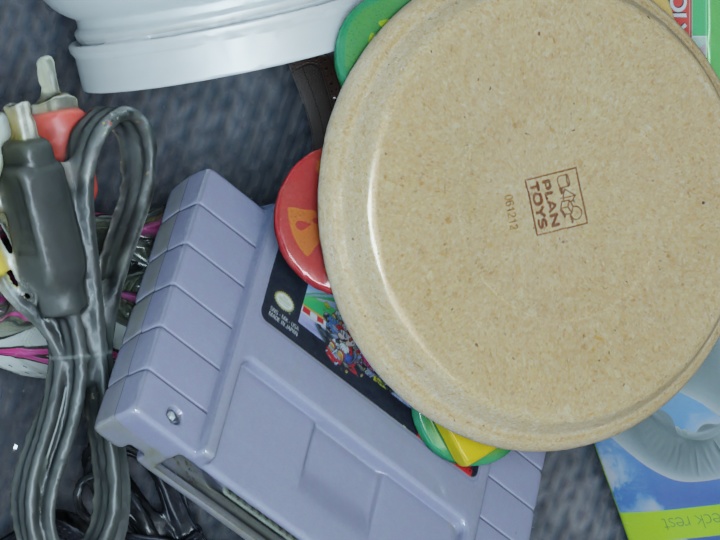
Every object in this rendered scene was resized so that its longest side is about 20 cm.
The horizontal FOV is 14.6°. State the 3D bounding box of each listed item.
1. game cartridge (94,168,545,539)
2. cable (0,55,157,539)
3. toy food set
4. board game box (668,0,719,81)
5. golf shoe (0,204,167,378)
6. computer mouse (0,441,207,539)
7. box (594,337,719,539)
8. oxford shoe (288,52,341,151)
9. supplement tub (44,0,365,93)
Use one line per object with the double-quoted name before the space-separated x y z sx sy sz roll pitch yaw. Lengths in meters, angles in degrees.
"game cartridge" -0.008 0.061 1.107 0.200 0.038 0.130 38 49 -26
"cable" -0.116 0.015 1.085 0.097 0.050 0.201 -18 104 -40
"toy food set" 0.065 -0.027 1.109 0.198 0.049 0.201 -31 103 -22
"board game box" 0.097 -0.082 1.197 0.029 0.134 0.201 -8 100 -54
"golf shoe" -0.100 0.012 1.155 0.199 0.092 0.073 15 66 -19
"computer mouse" -0.139 0.163 1.173 0.200 0.053 0.139 -37 111 -24
"box" 0.166 0.078 1.245 0.048 0.122 0.201 -38 111 -50
"oxford shoe" 0.000 0.000 1.210 0.073 0.071 0.201 -1 93 0
"supplement tub" -0.071 -0.180 1.112 0.144 0.145 0.201 -14 101 -20
